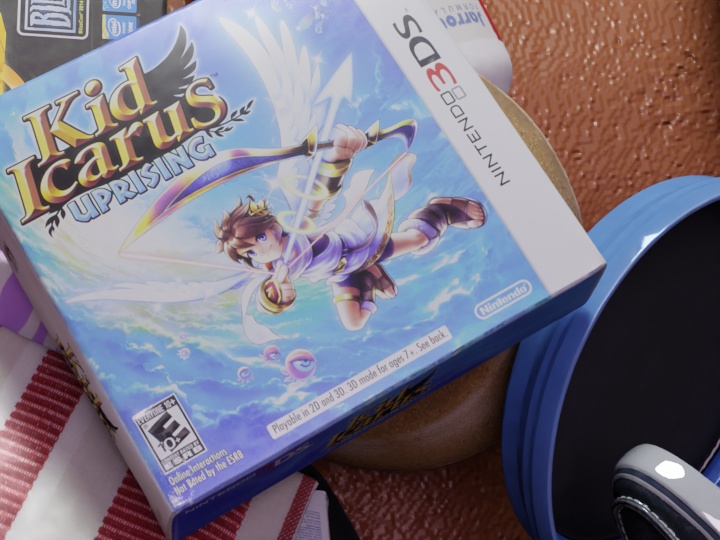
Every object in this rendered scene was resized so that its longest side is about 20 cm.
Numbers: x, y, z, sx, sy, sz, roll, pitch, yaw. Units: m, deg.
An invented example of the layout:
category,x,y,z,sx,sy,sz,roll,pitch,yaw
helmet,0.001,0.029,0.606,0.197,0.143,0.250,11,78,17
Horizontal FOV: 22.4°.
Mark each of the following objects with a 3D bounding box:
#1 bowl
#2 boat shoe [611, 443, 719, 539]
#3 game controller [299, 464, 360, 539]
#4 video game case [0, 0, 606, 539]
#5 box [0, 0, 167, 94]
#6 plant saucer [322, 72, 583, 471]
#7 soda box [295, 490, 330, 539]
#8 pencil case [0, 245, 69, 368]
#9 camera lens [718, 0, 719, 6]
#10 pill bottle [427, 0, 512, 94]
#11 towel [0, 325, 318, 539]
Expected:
category,x,y,z,sx,sy,sz,roll,pitch,yaw
bowl,0.142,0.052,0.826,0.199,0.039,0.202,-19,121,-35
boat shoe,0.147,0.175,0.754,0.091,0.071,0.201,-34,87,-19
game controller,-0.019,0.180,0.816,0.104,0.042,0.201,-23,80,-41
video game case,-0.034,-0.023,0.721,0.199,0.046,0.182,-29,73,-17
box,-0.170,-0.064,0.850,0.158,0.049,0.202,3,74,-13
plant saucer,0.000,0.000,0.809,0.198,0.035,0.202,5,106,17
soda box,-0.113,0.124,0.731,0.198,0.068,0.064,8,44,-13
pencil case,-0.127,0.008,0.770,0.199,0.084,0.086,28,63,-4
camera lens,0.256,-0.157,0.906,0.158,0.160,0.202,-9,77,-14
pill bottle,0.003,-0.114,0.866,0.111,0.112,0.201,-24,81,-17
towel,-0.128,0.094,0.687,0.199,0.023,0.145,25,50,-2
